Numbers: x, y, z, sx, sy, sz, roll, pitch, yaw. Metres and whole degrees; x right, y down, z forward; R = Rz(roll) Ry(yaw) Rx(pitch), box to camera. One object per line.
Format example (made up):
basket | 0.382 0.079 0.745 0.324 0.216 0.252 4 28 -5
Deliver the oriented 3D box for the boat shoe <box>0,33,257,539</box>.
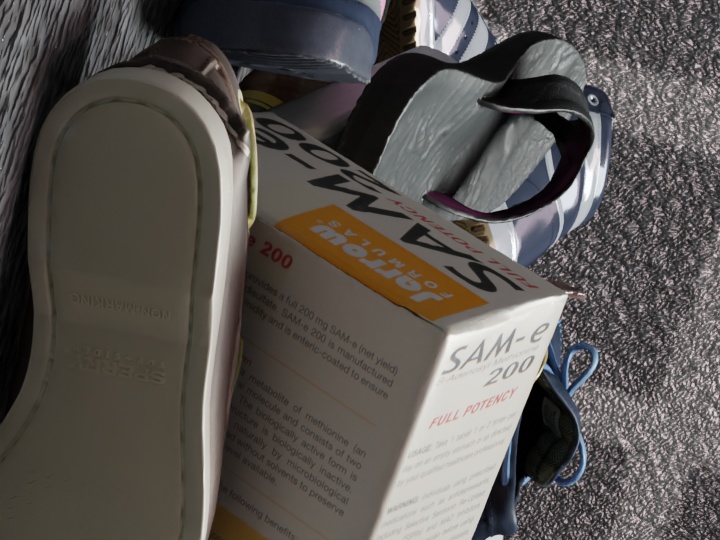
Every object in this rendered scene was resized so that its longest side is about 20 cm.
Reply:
boat shoe | -0.068 0.032 0.666 0.060 0.071 0.201 -60 162 -65

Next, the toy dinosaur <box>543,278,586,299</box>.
toy dinosaur | 0.018 -0.039 1.128 0.086 0.200 0.136 -47 173 -14

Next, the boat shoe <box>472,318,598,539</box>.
boat shoe | 0.068 0.077 1.059 0.200 0.068 0.085 -57 144 -56

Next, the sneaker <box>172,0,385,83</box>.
sneaker | -0.022 -0.109 0.800 0.200 0.070 0.083 -95 -165 -80

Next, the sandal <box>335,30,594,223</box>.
sandal | 0.049 -0.043 0.877 0.200 0.048 0.076 -19 135 -64

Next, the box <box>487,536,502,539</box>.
box | -0.016 0.149 1.145 0.152 0.106 0.201 -2 103 -56

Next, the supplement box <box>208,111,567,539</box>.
supplement box | -0.034 0.069 0.731 0.073 0.126 0.201 -13 129 -54

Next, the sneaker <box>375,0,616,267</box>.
sneaker | 0.047 -0.096 1.075 0.108 0.070 0.201 -25 99 -41

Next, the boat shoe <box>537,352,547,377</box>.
boat shoe | 0.027 0.027 0.850 0.074 0.062 0.200 -64 171 13

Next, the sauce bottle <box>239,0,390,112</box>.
sauce bottle | -0.035 -0.037 0.976 0.065 0.064 0.201 102 5 -66

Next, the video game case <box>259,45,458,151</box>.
video game case | -0.042 0.024 0.851 0.200 0.023 0.183 -28 140 -53
